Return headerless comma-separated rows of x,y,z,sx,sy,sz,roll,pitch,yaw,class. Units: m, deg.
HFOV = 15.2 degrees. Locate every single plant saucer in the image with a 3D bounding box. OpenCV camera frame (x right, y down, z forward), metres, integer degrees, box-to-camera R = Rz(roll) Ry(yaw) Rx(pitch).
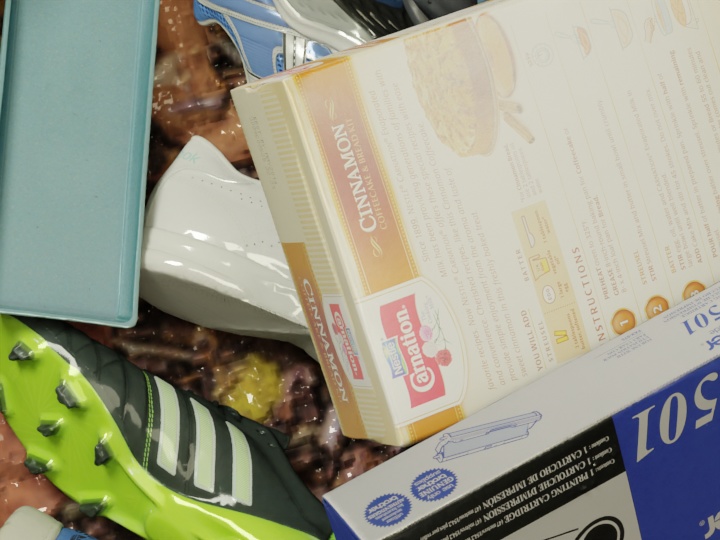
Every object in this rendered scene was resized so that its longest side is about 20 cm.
-0.127,-0.071,1.189,0.070,0.019,0.201,7,70,-12,plant saucer

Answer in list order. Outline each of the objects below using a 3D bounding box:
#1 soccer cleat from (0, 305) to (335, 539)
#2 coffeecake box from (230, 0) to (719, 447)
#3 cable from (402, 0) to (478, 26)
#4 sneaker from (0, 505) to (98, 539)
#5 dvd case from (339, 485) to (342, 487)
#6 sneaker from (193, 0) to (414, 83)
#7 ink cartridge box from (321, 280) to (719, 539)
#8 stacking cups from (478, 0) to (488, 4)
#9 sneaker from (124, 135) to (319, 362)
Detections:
-0.082,0.082,1.184,0.200,0.068,0.081,40,41,6,soccer cleat
0.068,-0.034,1.107,0.199,0.073,0.154,-20,97,-19,coffeecake box
0.088,-0.145,1.209,0.163,0.051,0.200,45,46,-12,cable
-0.141,0.212,1.145,0.111,0.077,0.201,26,73,1,sneaker
0.096,0.148,1.119,0.146,0.022,0.201,-26,84,-15,dvd case
0.003,-0.078,1.196,0.200,0.077,0.076,53,37,10,sneaker
0.090,0.087,1.073,0.199,0.044,0.094,-28,126,-15,ink cartridge box
0.034,-0.122,1.237,0.060,0.060,0.201,-31,96,-14,stacking cups
0.000,0.000,1.207,0.199,0.075,0.089,23,68,-8,sneaker
